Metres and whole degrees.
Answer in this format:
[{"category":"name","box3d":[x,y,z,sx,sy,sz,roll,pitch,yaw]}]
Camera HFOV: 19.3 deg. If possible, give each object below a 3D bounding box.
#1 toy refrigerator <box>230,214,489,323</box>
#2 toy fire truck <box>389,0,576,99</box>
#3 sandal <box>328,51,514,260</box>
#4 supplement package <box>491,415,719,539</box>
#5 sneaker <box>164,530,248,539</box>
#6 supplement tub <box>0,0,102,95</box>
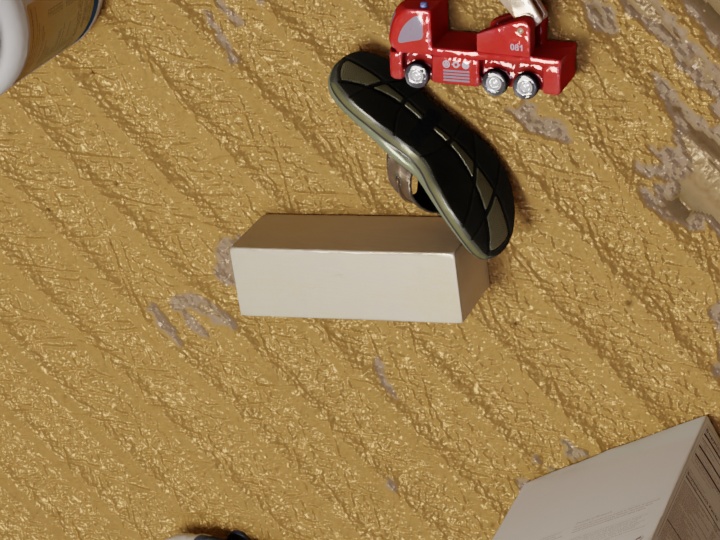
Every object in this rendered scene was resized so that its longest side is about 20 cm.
[{"category":"toy refrigerator","box3d":[0.000,0.000,1.765,0.199,0.076,0.070,1,114,22]},{"category":"toy fire truck","box3d":[0.116,-0.208,1.632,0.199,0.049,0.142,8,116,20]},{"category":"sandal","box3d":[0.049,-0.092,1.710,0.201,0.080,0.057,48,140,3]},{"category":"supplement package","box3d":[0.214,0.253,1.723,0.191,0.200,0.148,-24,104,31]},{"category":"sneaker","box3d":[-0.138,0.335,1.990,0.146,0.081,0.201,16,123,24]},{"category":"supplement tub","box3d":[-0.310,-0.218,1.717,0.144,0.200,0.145,9,117,19]}]
